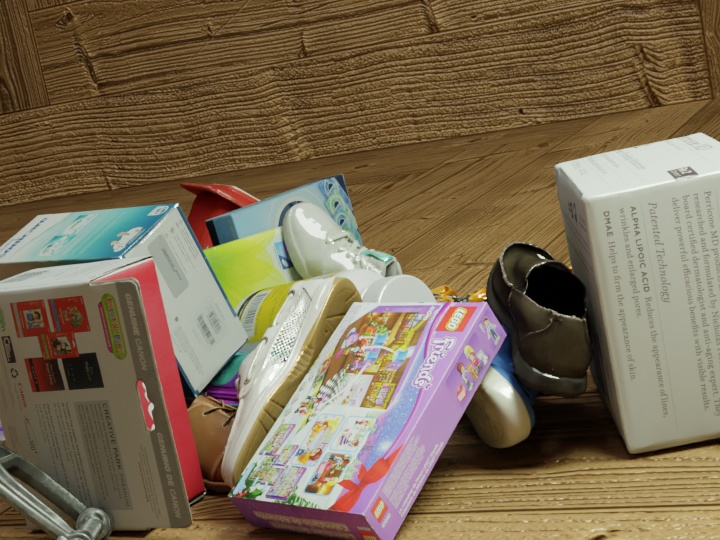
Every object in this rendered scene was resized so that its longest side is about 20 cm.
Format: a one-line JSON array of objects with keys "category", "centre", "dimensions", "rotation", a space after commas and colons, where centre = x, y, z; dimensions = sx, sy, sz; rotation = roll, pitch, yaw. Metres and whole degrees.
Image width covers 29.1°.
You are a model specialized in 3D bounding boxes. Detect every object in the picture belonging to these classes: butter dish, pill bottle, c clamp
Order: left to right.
[{"category": "c clamp", "centre": [-0.216, 0.177, 0.993], "dimensions": [0.027, 0.170, 0.200], "rotation": [-54, 8, -6]}, {"category": "butter dish", "centre": [-0.164, -0.020, 1.849], "dimensions": [0.199, 0.149, 0.200], "rotation": [28, -5, -20]}, {"category": "pill bottle", "centre": [-0.024, 0.059, 1.286], "dimensions": [0.199, 0.112, 0.111], "rotation": [-12, 7, 46]}]

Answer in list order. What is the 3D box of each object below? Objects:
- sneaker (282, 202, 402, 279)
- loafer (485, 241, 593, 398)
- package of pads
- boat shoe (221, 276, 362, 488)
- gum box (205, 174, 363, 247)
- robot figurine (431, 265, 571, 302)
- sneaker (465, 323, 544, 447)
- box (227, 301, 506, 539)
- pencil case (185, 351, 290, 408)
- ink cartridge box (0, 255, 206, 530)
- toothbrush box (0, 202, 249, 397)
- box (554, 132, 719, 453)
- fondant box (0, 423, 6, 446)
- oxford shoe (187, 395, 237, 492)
[{"category": "sneaker", "centre": [0.000, 0.000, 1.371], "dimensions": [0.075, 0.201, 0.089], "rotation": [-20, -22, -40]}, {"category": "loafer", "centre": [0.148, 0.022, 1.077], "dimensions": [0.072, 0.072, 0.200], "rotation": [11, 25, -11]}, {"category": "package of pads", "centre": [-0.102, 0.043, 1.404], "dimensions": [0.199, 0.156, 0.068], "rotation": [-19, 3, -42]}, {"category": "boat shoe", "centre": [-0.065, 0.092, 1.103], "dimensions": [0.069, 0.071, 0.201], "rotation": [3, 51, 35]}, {"category": "gum box", "centre": [-0.069, -0.001, 1.538], "dimensions": [0.044, 0.171, 0.200], "rotation": [-11, 8, 38]}, {"category": "robot figurine", "centre": [0.136, 0.042, 1.408], "dimensions": [0.198, 0.059, 0.145], "rotation": [-10, 10, 7]}, {"category": "sneaker", "centre": [0.128, 0.080, 1.124], "dimensions": [0.111, 0.077, 0.200], "rotation": [-24, 6, -9]}, {"category": "box", "centre": [0.007, 0.107, 1.027], "dimensions": [0.136, 0.039, 0.200], "rotation": [-1, 44, 43]}, {"category": "pencil case", "centre": [-0.079, 0.110, 1.214], "dimensions": [0.199, 0.086, 0.092], "rotation": [-3, -3, 38]}, {"category": "ink cartridge box", "centre": [-0.197, 0.097, 1.093], "dimensions": [0.175, 0.201, 0.084], "rotation": [-5, 12, 32]}, {"category": "toothbrush box", "centre": [-0.219, 0.028, 1.226], "dimensions": [0.199, 0.147, 0.085], "rotation": [-4, 32, 40]}, {"category": "box", "centre": [0.240, 0.011, 1.082], "dimensions": [0.130, 0.201, 0.199], "rotation": [-11, 11, 3]}, {"category": "fondant box", "centre": [-0.267, 0.132, 1.321], "dimensions": [0.199, 0.059, 0.144], "rotation": [-27, 18, -31]}, {"category": "oxford shoe", "centre": [-0.109, 0.139, 1.140], "dimensions": [0.199, 0.072, 0.071], "rotation": [-3, 11, 21]}]
